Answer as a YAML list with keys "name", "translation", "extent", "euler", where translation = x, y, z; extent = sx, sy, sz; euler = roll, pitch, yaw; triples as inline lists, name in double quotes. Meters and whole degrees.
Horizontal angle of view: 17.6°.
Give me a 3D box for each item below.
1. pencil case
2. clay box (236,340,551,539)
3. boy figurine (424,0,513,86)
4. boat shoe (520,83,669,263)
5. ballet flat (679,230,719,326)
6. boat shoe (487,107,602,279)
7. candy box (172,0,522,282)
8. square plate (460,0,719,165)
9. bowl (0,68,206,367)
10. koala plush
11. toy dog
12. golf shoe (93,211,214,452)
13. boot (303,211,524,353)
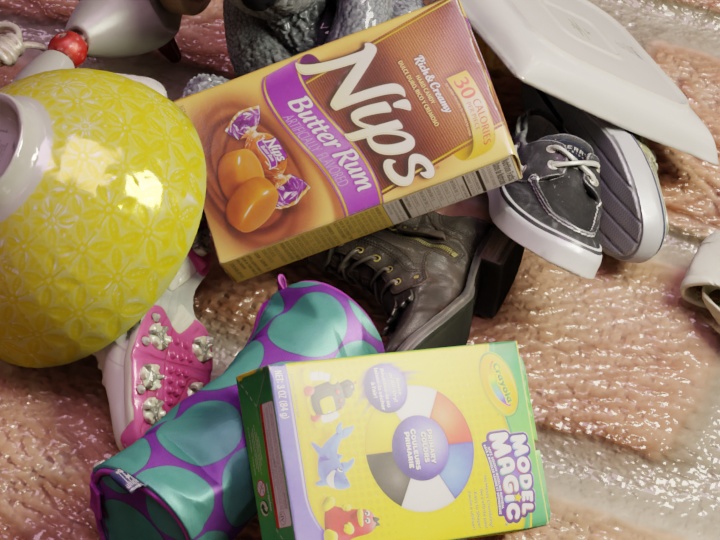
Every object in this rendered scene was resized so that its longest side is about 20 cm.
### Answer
- name: "pencil case"
  translation: [-0.074, 0.092, 1.395]
  extent: [0.092, 0.085, 0.200]
  euler: [35, 55, 17]
- name: "clay box"
  translation: [0.032, 0.105, 1.373]
  extent: [0.200, 0.048, 0.115]
  euler: [-5, 81, -30]
- name: "boy figurine"
  translation: [0.066, -0.150, 1.682]
  extent: [0.124, 0.065, 0.200]
  euler: [-4, 42, 14]
- name: "boat shoe"
  translation: [0.176, -0.082, 1.630]
  extent: [0.062, 0.072, 0.200]
  euler: [4, 42, -27]
- name: "ballet flat"
  translation: [0.292, 0.045, 1.529]
  extent: [0.069, 0.070, 0.200]
  euler: [-31, 52, -33]
- name: "boat shoe"
  translation: [0.129, -0.057, 1.548]
  extent: [0.072, 0.068, 0.200]
  euler: [26, 17, -13]
- name: "candy box"
  translation: [-0.009, -0.083, 1.489]
  extent: [0.200, 0.056, 0.117]
  euler: [-20, 73, 4]
- name: "square plate"
  translation: [0.148, -0.163, 1.652]
  extent: [0.198, 0.028, 0.200]
  euler: [19, 25, -35]
- name: "bowl"
  translation: [-0.206, -0.051, 1.447]
  extent: [0.200, 0.108, 0.201]
  euler: [-17, 56, 27]
- name: "koala plush"
  translation: [-0.051, -0.204, 1.594]
  extent: [0.177, 0.200, 0.184]
  euler: [-10, 38, 26]
- name: "toy dog"
  translation: [-0.178, -0.149, 1.642]
  extent: [0.200, 0.096, 0.132]
  euler: [-39, 40, -23]
- name: "golf shoe"
  translation: [-0.143, 0.037, 1.476]
  extent: [0.091, 0.075, 0.200]
  euler: [-20, 53, 31]
- name: "boot"
  translation: [0.000, 0.000, 1.531]
  extent: [0.174, 0.069, 0.200]
  euler: [21, 37, 15]
